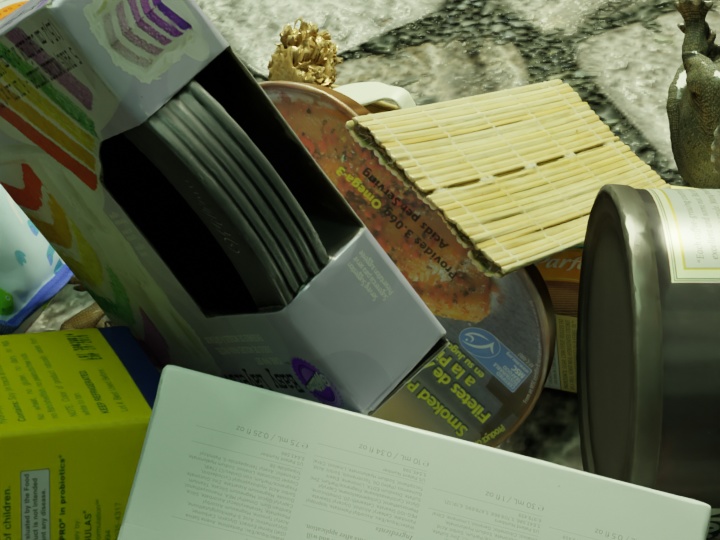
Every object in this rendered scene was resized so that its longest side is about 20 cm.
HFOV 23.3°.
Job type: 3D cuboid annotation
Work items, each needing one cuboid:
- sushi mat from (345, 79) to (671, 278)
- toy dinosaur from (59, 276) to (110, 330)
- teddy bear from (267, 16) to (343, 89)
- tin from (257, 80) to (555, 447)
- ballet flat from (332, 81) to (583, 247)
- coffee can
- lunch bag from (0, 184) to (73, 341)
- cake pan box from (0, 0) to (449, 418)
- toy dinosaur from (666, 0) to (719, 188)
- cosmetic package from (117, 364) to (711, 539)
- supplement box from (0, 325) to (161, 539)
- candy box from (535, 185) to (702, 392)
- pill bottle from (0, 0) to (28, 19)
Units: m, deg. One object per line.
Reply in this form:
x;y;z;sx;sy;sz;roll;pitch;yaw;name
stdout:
0.077;-0.047;0.807;0.096;0.012;0.199;49;31;15;sushi mat
-0.143;0.055;0.895;0.198;0.058;0.102;-13;50;10;toy dinosaur
-0.049;-0.049;0.874;0.198;0.147;0.067;-2;-4;26;teddy bear
0.000;0.000;0.792;0.200;0.112;0.042;43;13;7;tin
0.035;-0.058;0.891;0.198;0.063;0.069;13;41;29;ballet flat
0.198;0.038;0.723;0.198;0.147;0.147;0;36;-1;coffee can
-0.215;-0.002;0.833;0.170;0.128;0.200;-36;8;23;lunch bag
-0.073;-0.026;0.674;0.052;0.185;0.200;-45;17;-21;cake pan box
0.189;-0.081;0.925;0.076;0.103;0.200;8;-9;-8;toy dinosaur
0.008;0.133;0.600;0.198;0.052;0.152;15;70;-1;cosmetic package
-0.174;0.095;0.676;0.198;0.111;0.109;-4;18;-20;supplement box
0.112;0.005;0.887;0.198;0.056;0.116;7;39;23;candy box
-0.148;-0.080;1.013;0.113;0.114;0.199;-34;42;-30;pill bottle
